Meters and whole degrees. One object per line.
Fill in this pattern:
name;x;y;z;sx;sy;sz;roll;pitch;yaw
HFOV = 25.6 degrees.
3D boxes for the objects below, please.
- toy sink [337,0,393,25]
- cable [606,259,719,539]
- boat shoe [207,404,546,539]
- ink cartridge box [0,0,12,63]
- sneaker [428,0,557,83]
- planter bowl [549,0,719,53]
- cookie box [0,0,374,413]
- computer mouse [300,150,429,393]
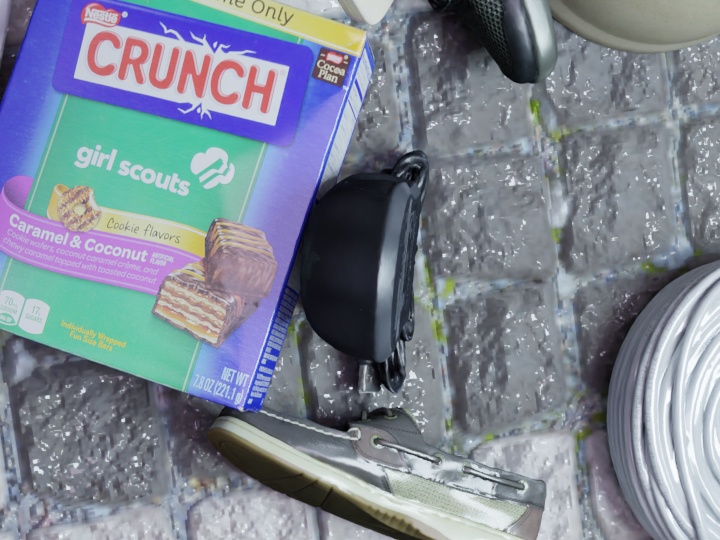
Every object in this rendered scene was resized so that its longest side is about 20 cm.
toy sink;-0.045;-0.234;0.764;0.131;0.111;0.200;-62;147;-15
cable;0.244;0.088;0.944;0.199;0.069;0.201;-29;98;-14
boat shoe;0.013;0.109;0.883;0.199;0.072;0.067;25;72;-11
ink cartridge box;-0.291;-0.072;0.805;0.196;0.043;0.202;10;90;-16
sneaker;0.026;-0.177;0.874;0.114;0.076;0.201;-31;96;-11
planter bowl;0.188;-0.230;0.885;0.198;0.135;0.203;0;91;-16
cookie box;-0.102;-0.049;0.819;0.169;0.075;0.202;18;86;3
computer mouse;0.000;0.000;0.818;0.052;0.200;0.140;7;91;5
